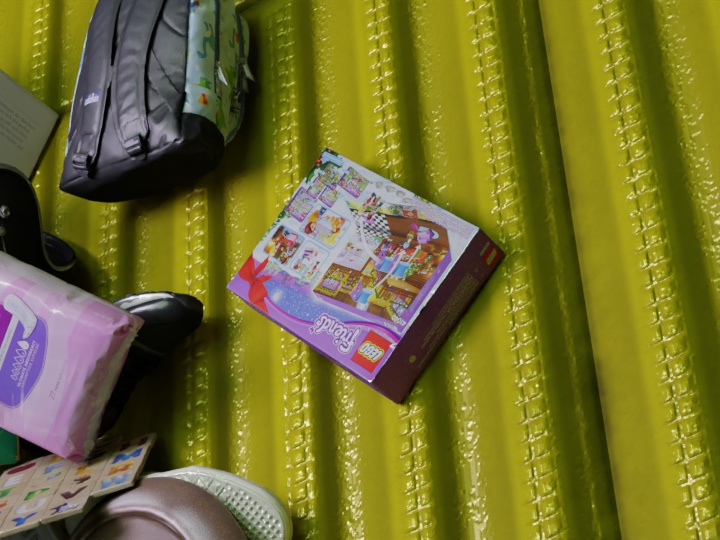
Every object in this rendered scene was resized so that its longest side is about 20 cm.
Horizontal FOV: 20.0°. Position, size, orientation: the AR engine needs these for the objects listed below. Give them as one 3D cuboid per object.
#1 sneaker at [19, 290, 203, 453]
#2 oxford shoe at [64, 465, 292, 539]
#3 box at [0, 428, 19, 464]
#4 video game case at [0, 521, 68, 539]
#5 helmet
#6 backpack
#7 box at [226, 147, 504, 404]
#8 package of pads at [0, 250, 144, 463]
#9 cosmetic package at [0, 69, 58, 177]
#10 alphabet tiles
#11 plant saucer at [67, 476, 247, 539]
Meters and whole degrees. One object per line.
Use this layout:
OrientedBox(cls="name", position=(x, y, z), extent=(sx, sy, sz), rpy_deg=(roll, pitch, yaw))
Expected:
OrientedBox(cls="sneaker", position=(-0.199, 0.088, 1.639), extent=(0.199, 0.076, 0.088), rpy_deg=(-27, 61, 29))
OrientedBox(cls="oxford shoe", position=(-0.129, 0.180, 1.506), extent=(0.199, 0.058, 0.076), rpy_deg=(-3, 90, 34))
OrientedBox(cls="box", position=(-0.363, 0.116, 1.693), extent=(0.200, 0.116, 0.049), rpy_deg=(-157, 66, -62))
OrientedBox(cls="video game case", position=(-0.282, 0.288, 1.549), extent=(0.200, 0.018, 0.144), rpy_deg=(-39, 69, 13))
OrientedBox(cls="helmet", position=(-0.345, -0.009, 1.721), extent=(0.198, 0.192, 0.201), rpy_deg=(-12, 32, 8))
OrientedBox(cls="backpack", position=(-0.170, -0.170, 1.746), extent=(0.162, 0.153, 0.202), rpy_deg=(-19, 71, 37))
OrientedBox(cls="box", position=(0.000, 0.000, 1.535), extent=(0.137, 0.039, 0.200), rpy_deg=(-54, 41, -4))
OrientedBox(cls="package of pads", position=(-0.276, 0.053, 1.577), extent=(0.199, 0.076, 0.121), rpy_deg=(24, 99, 8))
OrientedBox(cls="cosmetic package", position=(-0.414, -0.110, 1.858), extent=(0.122, 0.199, 0.201), rpy_deg=(6, 65, 43))
OrientedBox(cls="alphabet tiles", position=(-0.240, 0.165, 1.541), extent=(0.165, 0.006, 0.200), rpy_deg=(-18, 10, 5))
OrientedBox(cls="plant saucer", position=(-0.157, 0.246, 1.453), extent=(0.199, 0.032, 0.202), rpy_deg=(-9, 75, 34))
